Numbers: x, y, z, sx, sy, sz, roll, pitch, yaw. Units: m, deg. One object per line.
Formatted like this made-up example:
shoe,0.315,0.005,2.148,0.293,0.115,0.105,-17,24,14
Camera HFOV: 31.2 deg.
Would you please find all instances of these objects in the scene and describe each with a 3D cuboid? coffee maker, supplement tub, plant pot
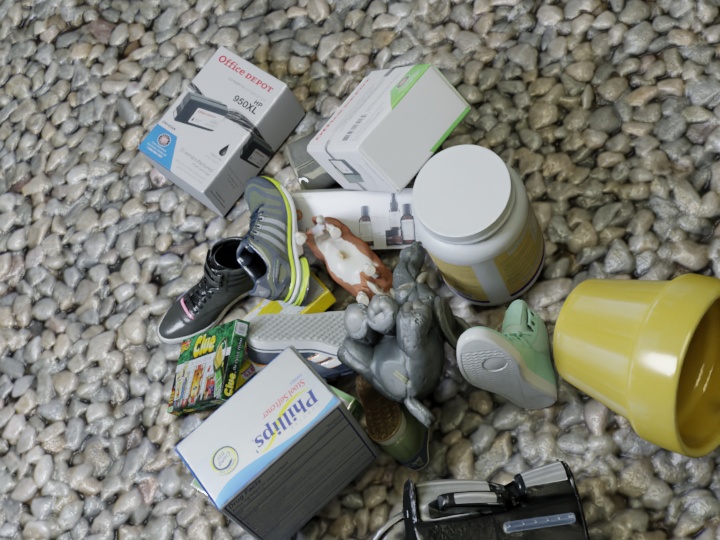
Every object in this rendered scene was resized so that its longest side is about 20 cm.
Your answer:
coffee maker,0.156,0.323,1.471,0.197,0.135,0.195,-5,87,-4
supplement tub,0.148,-0.056,1.619,0.144,0.200,0.147,-7,64,15
plant pot,0.335,0.093,1.503,0.188,0.201,0.202,17,72,40

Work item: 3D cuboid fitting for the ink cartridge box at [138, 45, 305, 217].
ink cartridge box,-0.200,-0.204,1.870,0.144,0.084,0.201,33,80,27

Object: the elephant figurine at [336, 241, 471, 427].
elephant figurine,0.071,0.070,1.561,0.140,0.200,0.157,16,108,23

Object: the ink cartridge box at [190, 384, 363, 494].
ink cartridge box,-0.106,0.227,1.665,0.144,0.048,0.201,24,76,26

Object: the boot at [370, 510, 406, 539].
boot,0.066,0.400,1.528,0.174,0.069,0.201,37,86,23

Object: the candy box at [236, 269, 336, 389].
candy box,-0.127,0.080,1.727,0.200,0.026,0.102,-41,32,-2

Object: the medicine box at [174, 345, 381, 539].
medicine box,-0.093,0.214,1.523,0.182,0.200,0.103,-41,60,-6

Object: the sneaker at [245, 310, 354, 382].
sneaker,-0.047,0.102,1.650,0.197,0.080,0.079,3,40,5

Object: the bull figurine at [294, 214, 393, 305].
bull figurine,0.000,0.000,1.671,0.199,0.121,0.065,40,95,13

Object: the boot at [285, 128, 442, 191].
boot,0.007,-0.158,1.788,0.198,0.073,0.183,-26,47,-2

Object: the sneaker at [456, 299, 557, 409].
sneaker,0.170,0.082,1.557,0.073,0.200,0.119,-20,56,26

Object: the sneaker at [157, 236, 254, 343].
sneaker,-0.209,0.020,1.764,0.199,0.099,0.071,-35,61,2

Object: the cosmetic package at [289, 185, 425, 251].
cosmetic package,0.003,-0.071,1.742,0.198,0.051,0.084,-2,96,18

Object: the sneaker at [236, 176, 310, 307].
sneaker,-0.126,-0.044,1.701,0.074,0.080,0.201,-55,44,42

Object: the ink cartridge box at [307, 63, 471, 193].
ink cartridge box,0.031,-0.181,1.646,0.146,0.084,0.200,-49,19,-10

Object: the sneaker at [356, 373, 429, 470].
sneaker,0.048,0.172,1.628,0.067,0.090,0.201,-32,30,17

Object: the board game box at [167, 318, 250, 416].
board game box,-0.200,0.129,1.679,0.200,0.023,0.106,-23,51,60
